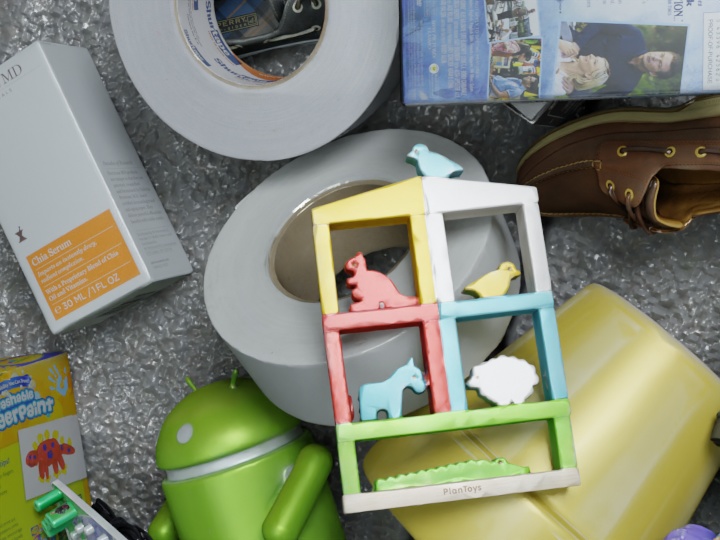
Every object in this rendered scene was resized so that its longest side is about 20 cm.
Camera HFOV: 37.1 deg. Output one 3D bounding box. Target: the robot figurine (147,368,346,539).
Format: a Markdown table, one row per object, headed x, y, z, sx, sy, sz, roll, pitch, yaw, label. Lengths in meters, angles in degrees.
| x | y | z | sx | sy | sz | roll | pitch | yaw | label |
| --- | --- | --- | --- | --- | --- | --- | --- | --- | --- |
| -0.080 | 0.170 | 0.789 | 0.175 | 0.116 | 0.200 | -16 | 92 | 50 | robot figurine |

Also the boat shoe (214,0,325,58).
| x | y | z | sx | sy | sz | roll | pitch | yaw | label |
| --- | --- | --- | --- | --- | --- | --- | --- | --- | --- |
| -0.051 | -0.192 | 0.770 | 0.200 | 0.057 | 0.069 | -14 | 92 | 19 | boat shoe |

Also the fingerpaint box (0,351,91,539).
| x | y | z | sx | sy | sz | roll | pitch | yaw | label |
| --- | --- | --- | --- | --- | --- | --- | --- | --- | --- |
| -0.294 | 0.162 | 0.812 | 0.073 | 0.200 | 0.167 | -7 | 95 | 19 | fingerpaint box |

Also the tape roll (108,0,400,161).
| x | y | z | sx | sy | sz | roll | pitch | yaw | label |
| --- | --- | --- | --- | --- | --- | --- | --- | --- | --- |
| -0.063 | -0.177 | 0.713 | 0.200 | 0.066 | 0.201 | 4 | 107 | 14 | tape roll |

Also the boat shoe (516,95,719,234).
| x | y | z | sx | sy | sz | roll | pitch | yaw | label |
| --- | --- | --- | --- | --- | --- | --- | --- | --- | --- |
| 0.181 | -0.060 | 0.673 | 0.200 | 0.072 | 0.068 | -9 | 56 | 40 | boat shoe |

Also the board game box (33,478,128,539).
| x | y | z | sx | sy | sz | roll | pitch | yaw | label |
| --- | --- | --- | --- | --- | --- | --- | --- | --- | --- |
| -0.164 | 0.276 | 0.789 | 0.200 | 0.026 | 0.200 | 23 | 131 | 44 | board game box |

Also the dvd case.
| x | y | z | sx | sy | sz | roll | pitch | yaw | label |
| --- | --- | --- | --- | --- | --- | --- | --- | --- | --- |
| 0.117 | -0.163 | 0.575 | 0.199 | 0.018 | 0.143 | 1 | 96 | 17 | dvd case |

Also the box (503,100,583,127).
| x | y | z | sx | sy | sz | roll | pitch | yaw | label |
| --- | --- | --- | --- | --- | --- | --- | --- | --- | --- |
| 0.161 | -0.178 | 0.652 | 0.048 | 0.158 | 0.200 | 42 | 107 | 8 | box |

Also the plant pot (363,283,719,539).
| x | y | z | sx | sy | sz | roll | pitch | yaw | label |
| --- | --- | --- | --- | --- | --- | --- | --- | --- | --- |
| 0.135 | 0.120 | 0.686 | 0.201 | 0.201 | 0.189 | 43 | 90 | 9 | plant pot |

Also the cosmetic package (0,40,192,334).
| x | y | z | sx | sy | sz | roll | pitch | yaw | label |
| --- | --- | --- | --- | --- | --- | --- | --- | --- | --- |
| -0.225 | -0.064 | 0.833 | 0.101 | 0.071 | 0.200 | -28 | 87 | 19 | cosmetic package |

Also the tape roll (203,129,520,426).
| x | y | z | sx | sy | sz | roll | pitch | yaw | label |
| --- | --- | --- | --- | --- | --- | --- | --- | --- | --- |
| 0.000 | 0.000 | 0.706 | 0.202 | 0.203 | 0.071 | -13 | 136 | 18 | tape roll |

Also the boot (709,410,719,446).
| x | y | z | sx | sy | sz | roll | pitch | yaw | label |
| --- | --- | --- | --- | --- | --- | --- | --- | --- | --- |
| 0.304 | 0.038 | 0.640 | 0.182 | 0.073 | 0.200 | 31 | 76 | -29 | boot |

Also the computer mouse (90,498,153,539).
| x | y | z | sx | sy | sz | roll | pitch | yaw | label |
| --- | --- | --- | --- | --- | --- | --- | --- | --- | --- |
| -0.160 | 0.269 | 0.839 | 0.140 | 0.046 | 0.200 | 12 | 134 | 55 | computer mouse |

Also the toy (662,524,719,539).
| x | y | z | sx | sy | sz | roll | pitch | yaw | label |
| --- | --- | --- | --- | --- | --- | --- | --- | --- | --- |
| 0.164 | 0.191 | 0.574 | 0.047 | 0.115 | 0.200 | 19 | 60 | 27 | toy |

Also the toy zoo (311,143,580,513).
| x | y | z | sx | sy | sz | roll | pitch | yaw | label |
| --- | --- | --- | --- | --- | --- | --- | --- | --- | --- |
| 0.043 | 0.027 | 0.601 | 0.131 | 0.020 | 0.201 | -6 | 78 | -4 | toy zoo |
